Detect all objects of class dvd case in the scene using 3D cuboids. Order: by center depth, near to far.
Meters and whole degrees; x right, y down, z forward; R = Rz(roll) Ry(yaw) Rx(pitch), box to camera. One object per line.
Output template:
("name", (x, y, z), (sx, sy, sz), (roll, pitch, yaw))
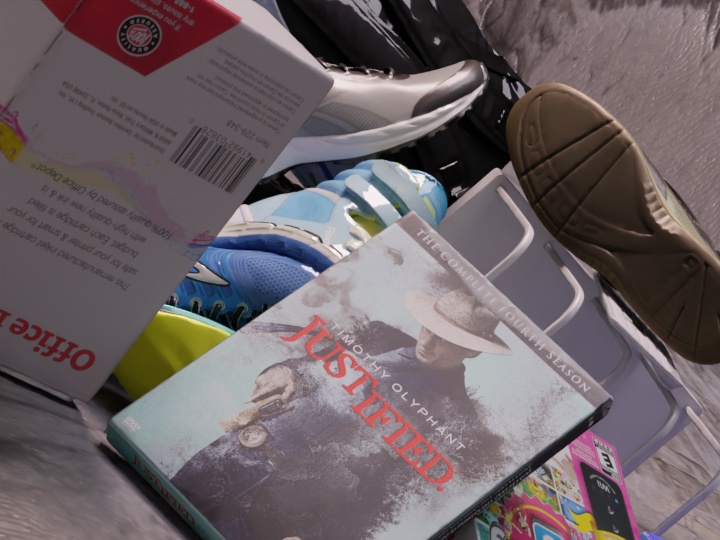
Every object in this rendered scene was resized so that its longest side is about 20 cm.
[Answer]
("dvd case", (0.001, 0.070, 1.319), (0.146, 0.200, 0.022), (44, -31, 21))

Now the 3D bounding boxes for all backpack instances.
("backpack", (-0.004, -0.131, 1.720), (0.154, 0.163, 0.200), (6, -45, 50))

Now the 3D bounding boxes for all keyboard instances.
("keyboard", (0.157, 0.025, 1.617), (0.056, 0.011, 0.200), (50, 8, -9))

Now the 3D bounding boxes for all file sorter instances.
("file sorter", (0.099, 0.072, 1.607), (0.200, 0.139, 0.125), (48, 5, -18))

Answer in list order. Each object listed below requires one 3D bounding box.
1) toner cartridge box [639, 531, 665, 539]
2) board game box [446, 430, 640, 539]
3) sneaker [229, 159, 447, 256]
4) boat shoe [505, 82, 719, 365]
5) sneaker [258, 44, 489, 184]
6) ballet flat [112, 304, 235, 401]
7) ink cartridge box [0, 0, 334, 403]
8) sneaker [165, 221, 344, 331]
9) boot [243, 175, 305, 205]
("toner cartridge box", (0.189, 0.214, 1.557), (0.200, 0.095, 0.043), (26, 16, -50))
("board game box", (0.080, 0.149, 1.377), (0.147, 0.064, 0.200), (32, 33, -35))
("sneaker", (0.000, 0.000, 1.534), (0.200, 0.130, 0.080), (-122, -170, -56))
("boat shoe", (0.157, -0.021, 1.608), (0.201, 0.072, 0.066), (51, 4, 22))
("sneaker", (-0.023, -0.099, 1.620), (0.074, 0.200, 0.079), (-134, -148, -82))
("ballet flat", (-0.048, 0.085, 1.380), (0.200, 0.067, 0.067), (34, 42, -33))
("ink cartridge box", (-0.133, -0.057, 1.281), (0.148, 0.200, 0.086), (30, 13, -43))
("sneaker", (-0.081, 0.019, 1.412), (0.200, 0.089, 0.079), (18, -42, 20))
("boot", (-0.055, -0.030, 1.813), (0.203, 0.074, 0.154), (38, 7, -17))
